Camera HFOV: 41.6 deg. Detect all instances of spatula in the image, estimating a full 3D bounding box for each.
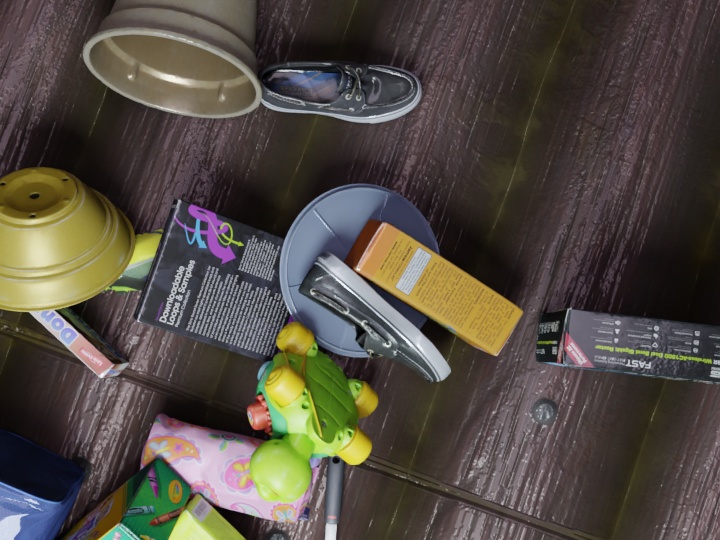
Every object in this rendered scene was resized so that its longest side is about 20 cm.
[{"bbox_3d":[-0.034,0.310,1.103,0.056,0.021,0.201,4,85,2],"label":"spatula"}]

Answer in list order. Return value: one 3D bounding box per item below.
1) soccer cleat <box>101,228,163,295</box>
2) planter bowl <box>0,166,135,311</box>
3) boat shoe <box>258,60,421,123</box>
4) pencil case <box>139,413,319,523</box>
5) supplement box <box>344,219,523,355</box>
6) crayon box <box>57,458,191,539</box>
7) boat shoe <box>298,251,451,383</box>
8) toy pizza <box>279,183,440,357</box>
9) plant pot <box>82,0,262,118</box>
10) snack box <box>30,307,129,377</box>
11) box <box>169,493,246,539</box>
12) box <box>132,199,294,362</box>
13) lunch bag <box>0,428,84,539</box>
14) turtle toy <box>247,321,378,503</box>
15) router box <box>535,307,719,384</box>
[{"bbox_3d":[-0.269,-0.015,1.114,0.199,0.065,0.084,13,63,3],"label":"soccer cleat"},{"bbox_3d":[-0.353,-0.055,1.042,0.200,0.084,0.201,4,44,-4],"label":"planter bowl"},{"bbox_3d":[-0.026,-0.219,1.117,0.199,0.066,0.070,6,86,1],"label":"boat shoe"},{"bbox_3d":[-0.149,0.226,1.079,0.199,0.087,0.088,13,86,1],"label":"pencil case"},{"bbox_3d":[0.083,0.020,1.075,0.200,0.067,0.069,30,87,-15],"label":"supplement box"},{"bbox_3d":[-0.281,0.304,1.018,0.200,0.119,0.058,-40,102,20],"label":"crayon box"},{"bbox_3d":[0.015,0.064,1.059,0.200,0.069,0.057,43,80,-9],"label":"boat shoe"},{"bbox_3d":[0.000,0.000,1.101,0.199,0.032,0.201,0,90,-20],"label":"toy pizza"},{"bbox_3d":[-0.194,-0.300,1.074,0.200,0.200,0.184,9,75,1],"label":"plant pot"},{"bbox_3d":[-0.356,0.049,1.096,0.200,0.072,0.024,42,86,3],"label":"snack box"},{"bbox_3d":[-0.207,0.360,1.058,0.122,0.048,0.200,45,108,-2],"label":"box"},{"bbox_3d":[-0.141,0.018,1.079,0.200,0.036,0.143,21,86,-25],"label":"box"},{"bbox_3d":[-0.396,0.266,1.017,0.136,0.200,0.133,27,89,-3],"label":"lunch bag"},{"bbox_3d":[-0.065,0.161,1.025,0.101,0.200,0.146,-35,113,26],"label":"turtle toy"},{"bbox_3d":[0.307,0.086,1.054,0.199,0.150,0.062,7,86,1],"label":"router box"}]
